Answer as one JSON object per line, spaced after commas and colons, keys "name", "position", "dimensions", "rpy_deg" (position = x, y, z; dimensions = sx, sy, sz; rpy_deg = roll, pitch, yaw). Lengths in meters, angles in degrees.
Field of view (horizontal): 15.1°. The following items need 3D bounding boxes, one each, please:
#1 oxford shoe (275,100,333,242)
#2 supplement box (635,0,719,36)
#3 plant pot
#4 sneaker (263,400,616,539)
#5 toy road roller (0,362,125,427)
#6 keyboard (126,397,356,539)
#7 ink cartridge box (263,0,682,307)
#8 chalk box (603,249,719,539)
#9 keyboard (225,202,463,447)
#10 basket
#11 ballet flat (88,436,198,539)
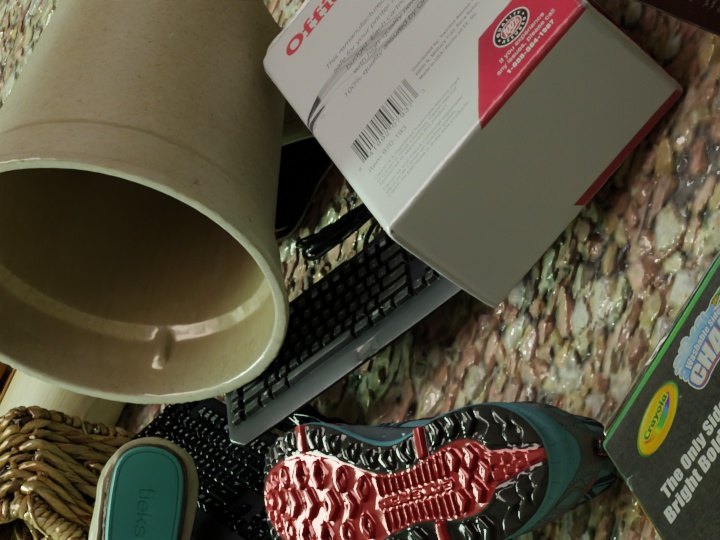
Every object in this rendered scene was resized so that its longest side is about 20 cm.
{"name": "oxford shoe", "position": [-0.079, -0.032, 1.568], "dimensions": [0.200, 0.070, 0.075], "rpy_deg": [-54, 37, 27]}
{"name": "supplement box", "position": [0.121, -0.214, 1.214], "dimensions": [0.133, 0.199, 0.197], "rpy_deg": [-60, 32, 18]}
{"name": "plant pot", "position": [-0.119, -0.062, 1.446], "dimensions": [0.200, 0.200, 0.184], "rpy_deg": [-35, 33, 45]}
{"name": "sneaker", "position": [0.039, 0.105, 1.284], "dimensions": [0.199, 0.095, 0.080], "rpy_deg": [-9, 86, 45]}
{"name": "toy road roller", "position": [-0.237, 0.042, 1.706], "dimensions": [0.123, 0.145, 0.200], "rpy_deg": [-63, 32, 14]}
{"name": "keyboard", "position": [-0.068, 0.094, 1.461], "dimensions": [0.104, 0.040, 0.200], "rpy_deg": [-36, 27, -17]}
{"name": "ink cartridge box", "position": [0.050, -0.099, 1.357], "dimensions": [0.145, 0.083, 0.200], "rpy_deg": [-50, 34, 10]}
{"name": "chalk box", "position": [0.187, 0.064, 1.038], "dimensions": [0.125, 0.123, 0.200], "rpy_deg": [-58, 32, 22]}
{"name": "keyboard", "position": [0.000, 0.000, 1.428], "dimensions": [0.200, 0.021, 0.127], "rpy_deg": [-36, 34, 26]}
{"name": "basket", "position": [-0.199, 0.196, 1.565], "dimensions": [0.200, 0.142, 0.150], "rpy_deg": [-48, 37, 34]}
{"name": "ballet flat", "position": [-0.123, 0.186, 1.400], "dimensions": [0.069, 0.069, 0.201], "rpy_deg": [-9, 64, 56]}
